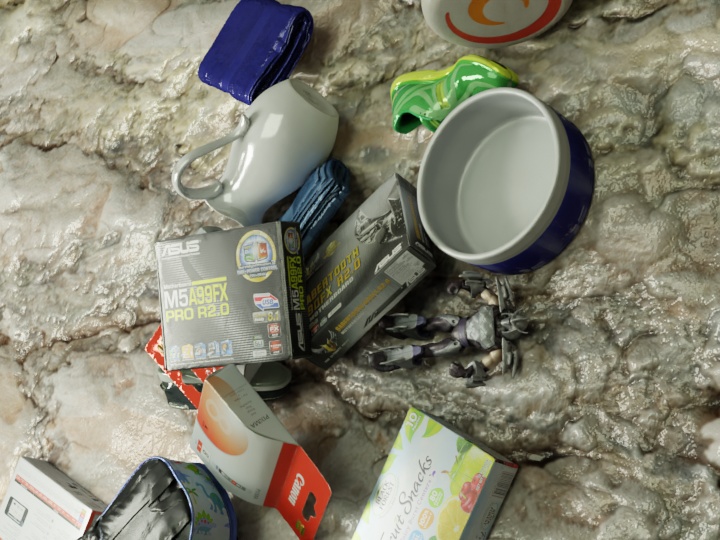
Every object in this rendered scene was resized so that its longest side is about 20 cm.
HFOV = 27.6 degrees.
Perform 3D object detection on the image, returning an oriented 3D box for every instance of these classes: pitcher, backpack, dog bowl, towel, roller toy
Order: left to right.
[{"bbox_3d":[-0.239,0.340,1.830,0.201,0.146,0.183,-55,47,18],"label":"backpack"},{"bbox_3d":[-0.134,-0.153,1.886,0.201,0.170,0.122,-51,45,17],"label":"pitcher"},{"bbox_3d":[-0.141,-0.300,2.003,0.149,0.049,0.200,-57,32,-1],"label":"towel"},{"bbox_3d":[-0.084,-0.050,1.863,0.201,0.048,0.112,-54,11,15],"label":"towel"},{"bbox_3d":[0.150,-0.361,1.691,0.181,0.198,0.142,-29,57,38],"label":"roller toy"},{"bbox_3d":[0.164,-0.100,1.666,0.198,0.078,0.203,-16,65,38],"label":"dog bowl"}]

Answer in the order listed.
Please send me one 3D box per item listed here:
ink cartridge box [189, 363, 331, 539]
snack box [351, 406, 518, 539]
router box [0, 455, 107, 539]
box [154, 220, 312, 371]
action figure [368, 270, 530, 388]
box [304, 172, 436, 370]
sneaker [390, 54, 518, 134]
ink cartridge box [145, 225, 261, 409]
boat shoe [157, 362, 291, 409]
[{"bbox_3d":[-0.123,0.233,1.739,0.201,0.050,0.163,51,148,22],"label":"ink cartridge box"},{"bbox_3d":[0.075,0.275,1.637,0.142,0.053,0.202,27,94,45],"label":"snack box"},{"bbox_3d":[-0.445,0.384,2.066,0.199,0.049,0.182,24,92,44],"label":"router box"},{"bbox_3d":[-0.155,0.033,1.754,0.198,0.044,0.163,-7,87,33],"label":"box"},{"bbox_3d":[0.108,0.073,1.667,0.198,0.069,0.132,-12,63,35],"label":"action figure"},{"bbox_3d":[0.000,0.000,1.762,0.200,0.048,0.159,-43,30,23],"label":"box"},{"bbox_3d":[0.113,-0.203,1.754,0.199,0.073,0.085,-9,67,49],"label":"sneaker"},{"bbox_3d":[-0.188,0.072,1.828,0.160,0.047,0.201,44,111,25],"label":"ink cartridge box"},{"bbox_3d":[-0.171,0.152,1.895,0.198,0.075,0.061,4,117,33],"label":"boat shoe"}]
